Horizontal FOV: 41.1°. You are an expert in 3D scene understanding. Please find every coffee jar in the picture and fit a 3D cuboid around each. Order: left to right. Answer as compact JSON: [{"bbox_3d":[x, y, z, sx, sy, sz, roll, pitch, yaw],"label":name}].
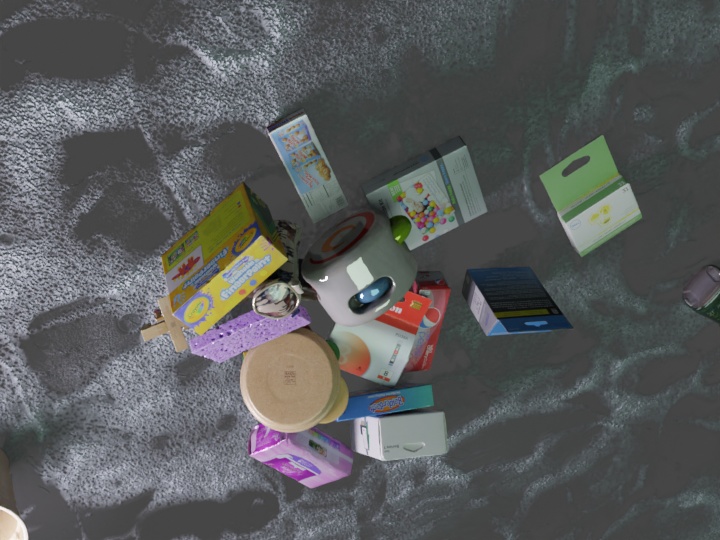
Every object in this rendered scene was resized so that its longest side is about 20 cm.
[{"bbox_3d":[0.795,0.073,2.088,0.199,0.086,0.105,30,108,-33],"label":"coffee jar"}]

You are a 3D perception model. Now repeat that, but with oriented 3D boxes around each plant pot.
[{"bbox_3d":[-0.700,0.417,1.722,0.197,0.184,0.203,-10,127,-13],"label":"plant pot"}]

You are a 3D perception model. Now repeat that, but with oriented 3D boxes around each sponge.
[{"bbox_3d":[-0.198,0.108,1.732,0.197,0.030,0.111,-24,159,12],"label":"sponge"}]

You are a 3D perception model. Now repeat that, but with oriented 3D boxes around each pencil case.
[{"bbox_3d":[-0.136,-0.006,1.624,0.088,0.202,0.079,-15,127,8],"label":"pencil case"}]

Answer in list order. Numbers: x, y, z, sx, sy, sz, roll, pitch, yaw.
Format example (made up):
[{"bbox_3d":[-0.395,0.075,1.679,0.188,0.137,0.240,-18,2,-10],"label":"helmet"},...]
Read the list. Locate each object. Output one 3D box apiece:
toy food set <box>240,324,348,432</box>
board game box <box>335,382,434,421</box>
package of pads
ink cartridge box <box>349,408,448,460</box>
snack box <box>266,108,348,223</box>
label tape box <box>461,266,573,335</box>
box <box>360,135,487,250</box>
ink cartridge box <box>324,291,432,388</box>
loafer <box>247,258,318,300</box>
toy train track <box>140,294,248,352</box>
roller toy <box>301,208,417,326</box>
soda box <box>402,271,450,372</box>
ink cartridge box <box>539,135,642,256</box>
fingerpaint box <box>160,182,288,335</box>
[{"bbox_3d":[-0.128,0.199,1.794,0.197,0.201,0.049,-16,173,2],"label":"toy food set"},{"bbox_3d":[0.029,0.259,1.905,0.196,0.152,0.046,-8,86,-14],"label":"board game box"},{"bbox_3d":[-0.121,0.368,1.951,0.120,0.077,0.199,-27,133,33],"label":"package of pads"},{"bbox_3d":[0.073,0.324,1.927,0.143,0.200,0.086,-3,86,-18],"label":"ink cartridge box"},{"bbox_3d":[-0.087,-0.173,1.625,0.071,0.024,0.202,-26,129,0],"label":"snack box"},{"bbox_3d":[0.295,0.076,1.832,0.142,0.201,0.064,-2,126,-18],"label":"label tape box"},{"bbox_3d":[0.116,-0.129,1.722,0.197,0.041,0.157,-25,129,0],"label":"box"},{"bbox_3d":[0.028,0.117,1.817,0.160,0.050,0.202,21,125,-6],"label":"ink cartridge box"},{"bbox_3d":[-0.146,0.023,1.724,0.197,0.074,0.071,9,134,-23],"label":"loafer"},{"bbox_3d":[-0.299,0.073,1.724,0.197,0.033,0.116,-21,122,-12],"label":"toy train track"},{"bbox_3d":[0.000,0.000,1.655,0.141,0.198,0.183,55,52,-21],"label":"roller toy"},{"bbox_3d":[0.116,0.101,1.873,0.069,0.064,0.203,-2,124,-19],"label":"soda box"},{"bbox_3d":[0.442,-0.139,1.832,0.144,0.048,0.201,-32,131,5],"label":"ink cartridge box"},{"bbox_3d":[-0.228,-0.020,1.593,0.199,0.168,0.073,-41,128,10],"label":"fingerpaint box"}]
